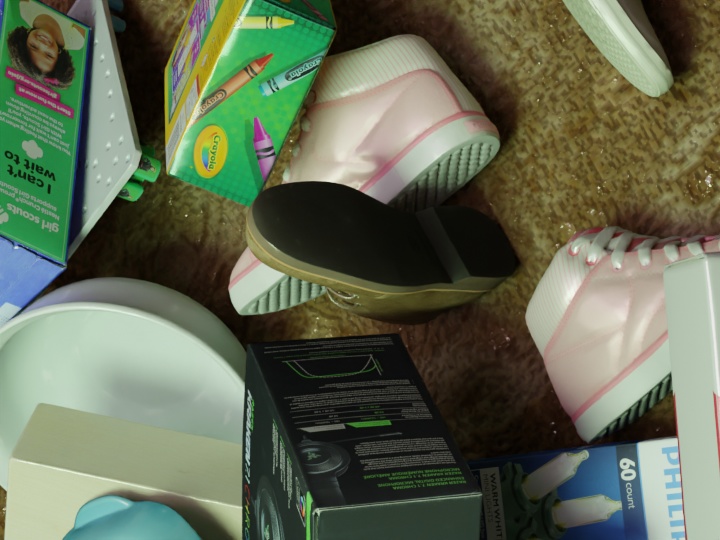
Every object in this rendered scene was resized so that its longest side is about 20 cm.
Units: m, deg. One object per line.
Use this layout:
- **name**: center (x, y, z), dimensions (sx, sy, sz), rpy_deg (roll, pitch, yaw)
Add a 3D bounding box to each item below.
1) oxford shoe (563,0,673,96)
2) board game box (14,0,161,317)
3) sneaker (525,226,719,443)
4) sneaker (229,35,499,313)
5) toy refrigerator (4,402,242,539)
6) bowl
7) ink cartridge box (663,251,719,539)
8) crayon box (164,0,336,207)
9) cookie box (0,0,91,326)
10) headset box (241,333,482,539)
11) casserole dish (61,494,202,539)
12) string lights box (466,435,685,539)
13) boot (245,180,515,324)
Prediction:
- **oxford shoe**: center (0.128, -0.188, 1.359), dimensions (0.058, 0.075, 0.201), rpy_deg (-28, 71, -4)
- **board game box**: center (-0.205, -0.061, 1.584), dimensions (0.200, 0.026, 0.200), rpy_deg (-50, 35, 26)
- **sneaker**: center (0.167, 0.002, 1.316), dimensions (0.200, 0.075, 0.105), rpy_deg (-42, 71, 34)
- **sneaker**: center (-0.015, -0.063, 1.449), dimensions (0.200, 0.075, 0.105), rpy_deg (-39, 69, 24)
- **toy refrigerator**: center (-0.112, 0.145, 1.471), dimensions (0.199, 0.070, 0.076), rpy_deg (11, 122, 5)
- **bowl**: center (-0.145, 0.075, 1.524), dimensions (0.200, 0.091, 0.202), rpy_deg (7, 129, 9)
- **ink cartridge box**: center (0.259, 0.059, 1.173), dimensions (0.199, 0.084, 0.146), rpy_deg (-4, 87, -7)
- **crayon box**: center (-0.070, -0.132, 1.439), dimensions (0.200, 0.058, 0.119), rpy_deg (-101, 35, -67)
- **cookie box**: center (-0.253, -0.054, 1.551), dimensions (0.171, 0.075, 0.201), rpy_deg (-39, 39, 40)
- **headset box**: center (-0.001, 0.157, 1.308), dimensions (0.200, 0.092, 0.175), rpy_deg (-118, 27, -60)
- **casserole dish**: center (-0.116, 0.228, 1.427), dimensions (0.121, 0.039, 0.201), rpy_deg (-24, 101, 38)
- **string lights box**: center (0.120, 0.153, 1.362), dimensions (0.199, 0.059, 0.103), rpy_deg (-11, 83, 37)
- **boot**: center (0.000, 0.000, 1.368), dimensions (0.075, 0.199, 0.074), rpy_deg (-40, 59, 32)
